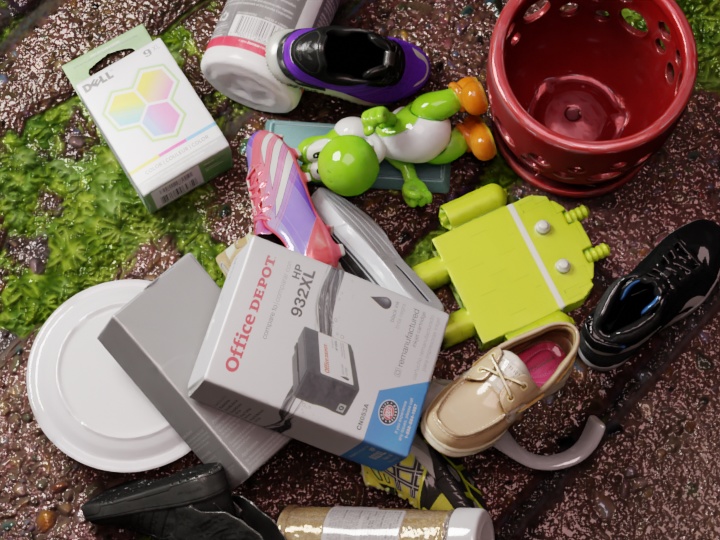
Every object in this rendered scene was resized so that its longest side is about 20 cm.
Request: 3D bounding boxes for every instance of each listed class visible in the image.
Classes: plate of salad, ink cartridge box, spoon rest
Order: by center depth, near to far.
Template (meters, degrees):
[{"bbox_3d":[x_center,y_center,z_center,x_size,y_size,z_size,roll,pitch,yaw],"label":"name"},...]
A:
[{"bbox_3d":[-0.038,0.077,1.368,0.199,0.084,0.146,22,70,-10],"label":"ink cartridge box"},{"bbox_3d":[0.133,0.150,1.446,0.199,0.099,0.061,13,97,-7],"label":"spoon rest"},{"bbox_3d":[-0.227,0.105,1.481,0.198,0.048,0.201,2,65,-5],"label":"plate of salad"},{"bbox_3d":[-0.227,-0.171,1.566,0.103,0.059,0.201,-30,74,-9],"label":"ink cartridge box"}]

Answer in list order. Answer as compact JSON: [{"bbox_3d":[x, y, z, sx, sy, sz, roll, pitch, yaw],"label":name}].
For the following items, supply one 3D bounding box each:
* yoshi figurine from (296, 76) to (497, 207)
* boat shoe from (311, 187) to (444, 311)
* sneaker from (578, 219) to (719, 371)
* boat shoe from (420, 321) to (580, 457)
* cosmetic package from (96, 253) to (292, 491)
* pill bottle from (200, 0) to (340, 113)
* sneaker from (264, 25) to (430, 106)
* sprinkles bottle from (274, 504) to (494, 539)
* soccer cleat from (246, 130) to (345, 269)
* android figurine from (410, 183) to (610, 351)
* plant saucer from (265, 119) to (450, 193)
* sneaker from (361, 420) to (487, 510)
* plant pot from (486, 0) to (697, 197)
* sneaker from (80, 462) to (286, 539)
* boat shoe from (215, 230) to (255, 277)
[{"bbox_3d":[0.036,-0.122,1.506,0.199,0.112,0.113,-16,79,-1],"label":"yoshi figurine"},{"bbox_3d":[0.000,0.000,1.499,0.071,0.072,0.200,-51,57,20],"label":"boat shoe"},{"bbox_3d":[0.298,0.014,1.470,0.073,0.112,0.200,43,77,12],"label":"sneaker"},{"bbox_3d":[0.133,0.101,1.390,0.074,0.069,0.200,42,46,18],"label":"boat shoe"},{"bbox_3d":[-0.144,0.097,1.423,0.107,0.090,0.200,-39,86,-28],"label":"cosmetic package"},{"bbox_3d":[-0.082,-0.276,1.572,0.110,0.111,0.201,19,73,7],"label":"pill bottle"},{"bbox_3d":[0.010,-0.207,1.514,0.199,0.099,0.070,-1,91,-40],"label":"sneaker"},{"bbox_3d":[0.021,0.252,1.386,0.199,0.068,0.069,-2,70,21],"label":"sprinkles bottle"},{"bbox_3d":[-0.082,-0.063,1.485,0.076,0.067,0.201,-14,55,-21],"label":"soccer cleat"},{"bbox_3d":[0.153,-0.001,1.516,0.199,0.041,0.183,-23,72,-5],"label":"android figurine"},{"bbox_3d":[-0.004,-0.122,1.569,0.198,0.019,0.070,4,72,1],"label":"plant saucer"},{"bbox_3d":[0.048,0.193,1.446,0.076,0.075,0.200,-43,73,9],"label":"sneaker"},{"bbox_3d":[0.221,-0.176,1.496,0.199,0.183,0.202,0,71,0],"label":"plant pot"},{"bbox_3d":[-0.168,0.244,1.408,0.199,0.060,0.105,-17,99,29],"label":"sneaker"},{"bbox_3d":[-0.088,0.058,1.492,0.076,0.072,0.201,-27,63,5],"label":"boat shoe"}]
